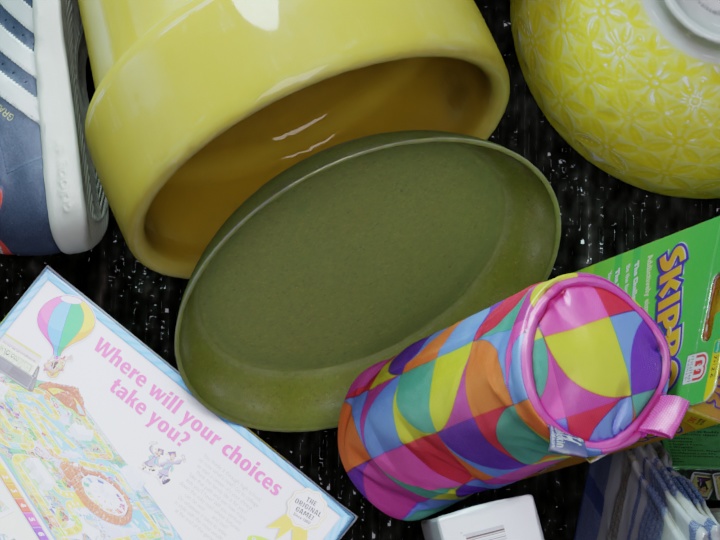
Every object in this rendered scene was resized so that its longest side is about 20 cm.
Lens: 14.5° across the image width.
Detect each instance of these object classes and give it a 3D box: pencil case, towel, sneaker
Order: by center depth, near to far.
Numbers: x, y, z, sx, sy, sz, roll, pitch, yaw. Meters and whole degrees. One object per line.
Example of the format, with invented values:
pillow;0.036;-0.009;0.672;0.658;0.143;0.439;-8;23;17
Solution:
pencil case;0.065;0.063;1.310;0.088;0.200;0.089;6;76;-26
towel;0.130;0.156;1.311;0.024;0.200;0.148;8;103;-10
sneaker;-0.179;-0.105;1.408;0.084;0.075;0.201;-6;78;9

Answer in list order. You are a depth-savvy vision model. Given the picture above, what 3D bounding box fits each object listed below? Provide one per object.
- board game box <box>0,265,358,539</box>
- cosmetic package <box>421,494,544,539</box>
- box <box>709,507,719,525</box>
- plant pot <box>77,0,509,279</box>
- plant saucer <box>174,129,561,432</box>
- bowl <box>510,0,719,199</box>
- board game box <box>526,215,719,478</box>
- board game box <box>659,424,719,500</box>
board game box;-0.120;0.113;1.405;0.200;0.034;0.135;39;84;2
cosmetic package;0.078;0.210;1.345;0.051;0.151;0.201;-13;85;-5
box;0.194;0.145;1.331;0.082;0.200;0.069;0;84;-2
plant pot;-0.055;-0.126;1.363;0.200;0.201;0.190;-24;70;-5
plant saucer;0.000;0.000;1.360;0.199;0.200;0.031;-24;54;-5
bowl;0.178;-0.142;1.407;0.199;0.108;0.202;0;83;-2
board game box;0.124;0.038;1.336;0.030;0.200;0.096;21;69;-20
board game box;0.242;0.079;1.393;0.199;0.105;0.024;2;122;-2
